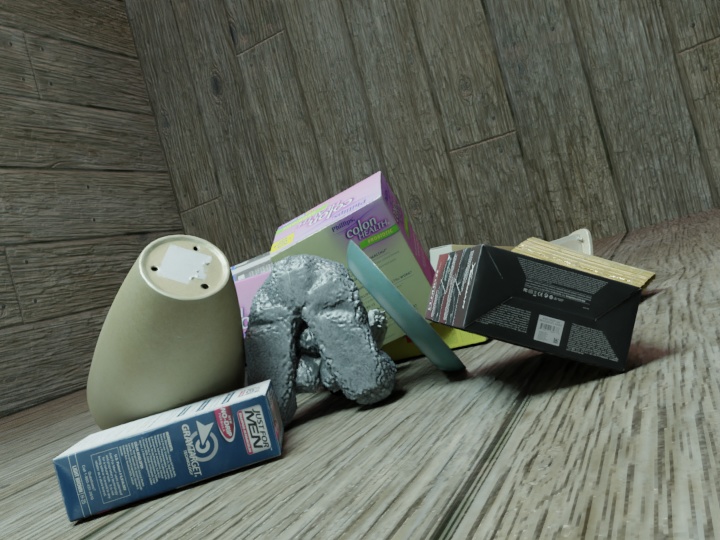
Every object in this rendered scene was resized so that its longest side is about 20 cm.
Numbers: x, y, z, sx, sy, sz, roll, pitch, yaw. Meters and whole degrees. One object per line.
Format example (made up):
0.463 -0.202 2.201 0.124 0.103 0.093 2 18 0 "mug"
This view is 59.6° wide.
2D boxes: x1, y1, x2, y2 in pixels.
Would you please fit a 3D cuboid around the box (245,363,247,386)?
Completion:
-0.209 0.181 0.919 0.196 0.062 0.116 -17 0 -24 "box"

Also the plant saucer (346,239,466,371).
0.047 0.047 0.739 0.027 0.200 0.200 -43 -1 1 "plant saucer"

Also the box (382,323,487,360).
0.104 0.094 0.942 0.197 0.051 0.075 -16 -1 32 "box"

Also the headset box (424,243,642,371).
0.152 0.034 0.618 0.145 0.079 0.200 15 -1 -3 "headset box"

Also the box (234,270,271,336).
-0.202 0.089 0.943 0.172 0.099 0.200 -17 -8 -17 "box"

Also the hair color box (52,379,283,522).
-0.176 0.169 0.609 0.195 0.062 0.100 -17 0 -5 "hair color box"

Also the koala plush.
-0.042 0.084 0.781 0.173 0.188 0.200 -16 -13 10 "koala plush"

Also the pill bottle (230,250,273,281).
-0.138 0.015 1.152 0.196 0.116 0.114 -21 -1 7 "pill bottle"

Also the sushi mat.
0.312 -0.005 0.905 0.198 0.012 0.095 22 38 38 "sushi mat"

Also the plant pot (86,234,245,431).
-0.205 0.067 0.697 0.184 0.188 0.202 -15 -38 -35 "plant pot"

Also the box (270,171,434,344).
0.000 0.000 0.891 0.173 0.202 0.097 -26 24 14 "box"

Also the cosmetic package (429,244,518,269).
0.231 0.008 1.192 0.196 0.108 0.071 -1 -6 -30 "cosmetic package"

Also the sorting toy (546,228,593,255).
0.277 0.025 1.066 0.196 0.109 0.180 -16 -8 -25 "sorting toy"
